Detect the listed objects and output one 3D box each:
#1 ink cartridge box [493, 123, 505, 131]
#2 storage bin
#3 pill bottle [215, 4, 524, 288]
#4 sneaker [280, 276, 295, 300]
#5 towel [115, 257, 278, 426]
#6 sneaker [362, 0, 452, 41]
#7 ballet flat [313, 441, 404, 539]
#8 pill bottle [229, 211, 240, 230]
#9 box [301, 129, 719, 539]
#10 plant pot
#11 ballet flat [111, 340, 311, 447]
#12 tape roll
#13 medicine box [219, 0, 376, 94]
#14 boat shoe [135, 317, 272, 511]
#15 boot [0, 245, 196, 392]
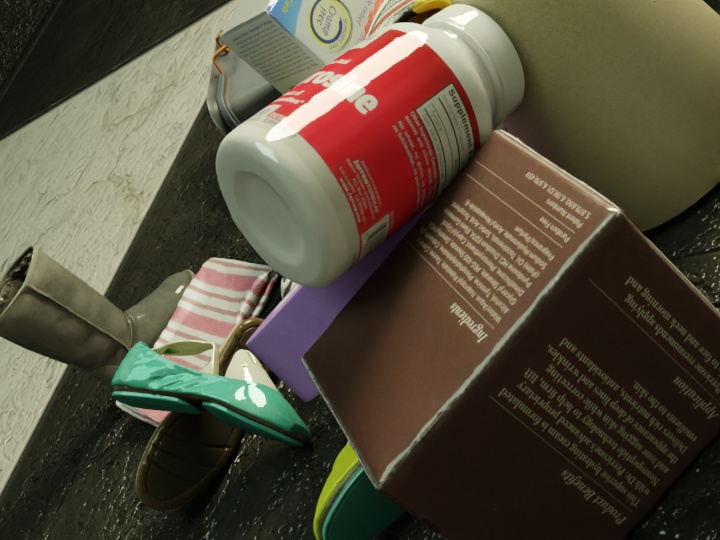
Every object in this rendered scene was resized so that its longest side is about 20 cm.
[{"bbox_3d":[0.094,-0.189,0.993,0.118,0.066,0.203,-100,20,-61],"label":"ink cartridge box"},{"bbox_3d":[-0.093,-0.237,1.408,0.133,0.146,0.202,-27,35,20],"label":"storage bin"},{"bbox_3d":[0.012,-0.088,0.771,0.199,0.113,0.112,-39,21,-26],"label":"pill bottle"},{"bbox_3d":[0.000,0.000,1.040,0.198,0.079,0.131,-37,33,27],"label":"sneaker"},{"bbox_3d":[-0.174,0.072,1.261,0.145,0.030,0.202,7,63,54],"label":"towel"},{"bbox_3d":[0.013,-0.132,0.920,0.203,0.077,0.082,-67,19,5],"label":"sneaker"},{"bbox_3d":[0.035,0.116,0.866,0.200,0.067,0.067,-46,36,-2],"label":"ballet flat"},{"bbox_3d":[-0.035,-0.093,1.161,0.199,0.114,0.116,-15,44,49],"label":"pill bottle"},{"bbox_3d":[0.101,0.056,0.728,0.200,0.165,0.164,-48,29,5],"label":"box"},{"bbox_3d":[0.159,-0.159,0.850,0.186,0.200,0.189,-36,29,24],"label":"plant pot"},{"bbox_3d":[-0.127,0.099,1.043,0.197,0.067,0.071,11,72,21],"label":"ballet flat"},{"bbox_3d":[0.002,0.003,0.903,0.201,0.066,0.200,-49,3,3],"label":"tape roll"},{"bbox_3d":[-0.011,-0.256,1.222,0.102,0.199,0.184,-8,50,55],"label":"medicine box"},{"bbox_3d":[-0.144,0.137,1.125,0.201,0.071,0.076,-53,13,-18],"label":"boat shoe"},{"bbox_3d":[-0.289,0.033,1.306,0.072,0.199,0.184,0,56,54],"label":"boot"}]
